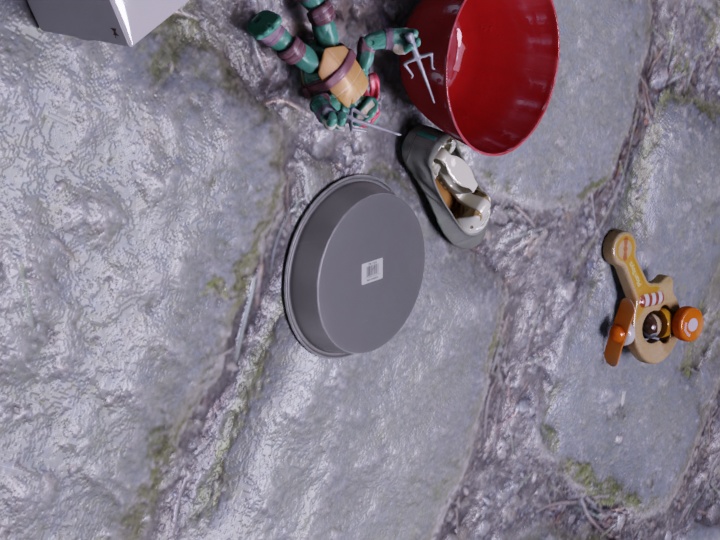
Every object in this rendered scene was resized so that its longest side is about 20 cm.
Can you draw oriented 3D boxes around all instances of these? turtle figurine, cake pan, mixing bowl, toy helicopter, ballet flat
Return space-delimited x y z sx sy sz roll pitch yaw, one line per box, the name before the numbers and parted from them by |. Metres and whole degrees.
turtle figurine | -0.019 -0.196 1.661 0.200 0.100 0.150 47 54 -30
cake pan | 0.000 0.000 1.792 0.200 0.037 0.201 -18 115 -45
mixing bowl | 0.111 -0.227 1.794 0.200 0.108 0.201 -18 114 -47
toy helicopter | 0.358 0.038 2.214 0.132 0.079 0.200 -40 119 -23
ballet flat | 0.109 -0.083 1.872 0.068 0.064 0.200 -57 138 -20

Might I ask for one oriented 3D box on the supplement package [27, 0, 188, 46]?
supplement package | -0.185 -0.295 1.416 0.200 0.121 0.120 -46 133 -31
